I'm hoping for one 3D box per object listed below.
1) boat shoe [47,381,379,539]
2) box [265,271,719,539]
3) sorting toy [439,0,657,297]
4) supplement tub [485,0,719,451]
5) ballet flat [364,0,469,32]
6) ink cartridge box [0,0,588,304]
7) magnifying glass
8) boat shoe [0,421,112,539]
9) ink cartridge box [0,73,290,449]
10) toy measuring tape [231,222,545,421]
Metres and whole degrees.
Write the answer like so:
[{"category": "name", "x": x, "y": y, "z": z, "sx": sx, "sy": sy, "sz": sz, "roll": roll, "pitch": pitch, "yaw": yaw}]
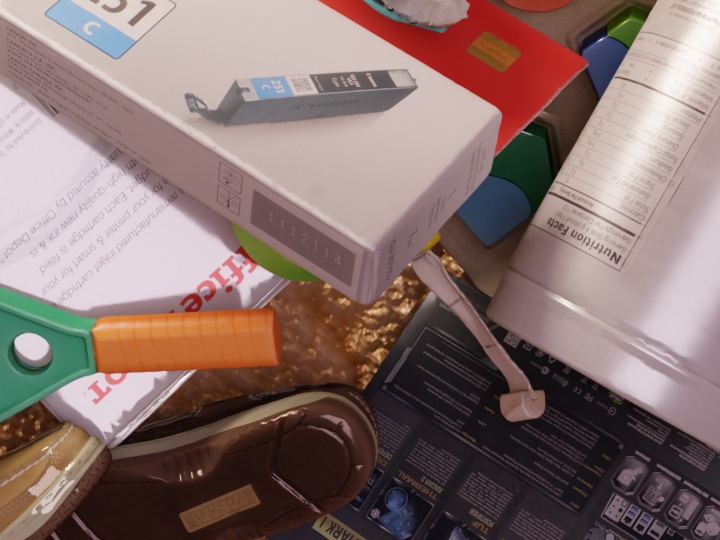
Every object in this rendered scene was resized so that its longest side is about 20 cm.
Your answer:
[{"category": "boat shoe", "x": -0.084, "y": 0.102, "z": 1.041, "sx": 0.202, "sy": 0.075, "sz": 0.075, "roll": -15, "pitch": 106, "yaw": 13}, {"category": "box", "x": 0.078, "y": 0.116, "z": 1.031, "sx": 0.200, "sy": 0.051, "sz": 0.158, "roll": 31, "pitch": 83, "yaw": 28}, {"category": "sorting toy", "x": 0.074, "y": -0.099, "z": 1.030, "sx": 0.185, "sy": 0.036, "sz": 0.200, "roll": -35, "pitch": 102, "yaw": 22}, {"category": "supplement tub", "x": 0.156, "y": -0.036, "z": 0.944, "sx": 0.132, "sy": 0.132, "sz": 0.200, "roll": 28, "pitch": 92, "yaw": -12}, {"category": "ballet flat", "x": -0.010, "y": -0.183, "z": 0.977, "sx": 0.072, "sy": 0.200, "sz": 0.072, "roll": -21, "pitch": 137, "yaw": -21}, {"category": "ink cartridge box", "x": -0.026, "y": -0.100, "z": 0.941, "sx": 0.200, "sy": 0.045, "sz": 0.176, "roll": 32, "pitch": 56, "yaw": 16}, {"category": "magnifying glass", "x": -0.134, "y": 0.035, "z": 0.962, "sx": 0.200, "sy": 0.022, "sz": 0.080, "roll": -4, "pitch": 109, "yaw": 6}, {"category": "boat shoe", "x": -0.201, "y": 0.118, "z": 0.988, "sx": 0.200, "sy": 0.072, "sz": 0.076, "roll": -37, "pitch": 93, "yaw": 18}, {"category": "ink cartridge box", "x": -0.139, "y": -0.039, "z": 1.015, "sx": 0.146, "sy": 0.086, "sz": 0.200, "roll": -43, "pitch": 102, "yaw": -7}, {"category": "toy measuring tape", "x": 0.000, "y": 0.000, "z": 0.970, "sx": 0.074, "sy": 0.074, "sz": 0.200, "roll": -37, "pitch": 97, "yaw": -8}]
